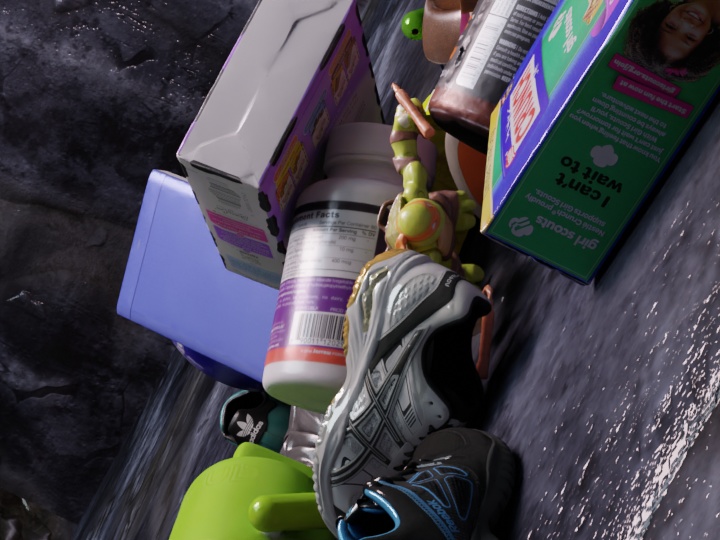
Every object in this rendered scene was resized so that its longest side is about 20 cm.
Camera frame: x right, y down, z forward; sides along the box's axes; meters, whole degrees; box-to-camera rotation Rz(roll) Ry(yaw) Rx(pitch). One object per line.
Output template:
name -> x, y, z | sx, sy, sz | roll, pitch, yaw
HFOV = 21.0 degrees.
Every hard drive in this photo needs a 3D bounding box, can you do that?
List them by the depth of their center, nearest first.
hard drive -> -0.119, 0.004, 1.627 | 0.200, 0.025, 0.132 | 22, 100, 40

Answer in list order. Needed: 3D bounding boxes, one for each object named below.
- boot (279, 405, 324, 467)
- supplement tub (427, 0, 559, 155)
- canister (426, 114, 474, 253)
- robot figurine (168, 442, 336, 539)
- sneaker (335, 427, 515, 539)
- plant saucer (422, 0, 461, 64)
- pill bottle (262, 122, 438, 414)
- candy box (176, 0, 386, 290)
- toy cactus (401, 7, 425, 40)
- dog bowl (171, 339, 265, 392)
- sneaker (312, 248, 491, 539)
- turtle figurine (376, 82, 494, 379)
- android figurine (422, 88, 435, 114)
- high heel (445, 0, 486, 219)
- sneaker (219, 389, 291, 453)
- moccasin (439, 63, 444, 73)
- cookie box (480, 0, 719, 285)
boot -> -0.046, 0.135, 1.593 | 0.200, 0.070, 0.132 | 133, 158, -78
supplement tub -> 0.131, -0.168, 1.273 | 0.200, 0.107, 0.107 | -63, 8, -3
canister -> 0.022, -0.023, 1.586 | 0.200, 0.086, 0.149 | 131, 162, -66
robot figurine -> -0.081, 0.211, 1.365 | 0.176, 0.116, 0.200 | -60, 9, 32
sneaker -> 0.033, 0.126, 1.024 | 0.073, 0.082, 0.200 | -63, 6, 16
plant saucer -> 0.123, -0.232, 1.470 | 0.200, 0.035, 0.200 | -33, 22, 15
pill bottle -> 0.000, 0.000, 1.405 | 0.111, 0.111, 0.200 | 139, 143, -70
candy box -> -0.054, -0.098, 1.469 | 0.200, 0.071, 0.168 | 74, -141, -64
toy cactus -> 0.126, -0.278, 1.763 | 0.200, 0.102, 0.165 | -56, -16, 9
dog bowl -> -0.083, 0.006, 1.750 | 0.200, 0.200, 0.079 | -66, 6, -23
sneaker -> 0.029, 0.091, 1.200 | 0.076, 0.088, 0.200 | -18, -58, -51
turtle figurine -> 0.048, -0.015, 1.285 | 0.064, 0.200, 0.161 | -20, -10, 7
android figurine -> 0.075, -0.123, 1.726 | 0.200, 0.041, 0.182 | -52, 14, 53
high heel -> 0.101, -0.138, 1.381 | 0.096, 0.067, 0.200 | -49, -38, -65
sneaker -> -0.089, 0.132, 1.805 | 0.071, 0.080, 0.200 | -63, 7, 2
moccasin -> 0.114, -0.160, 1.527 | 0.200, 0.080, 0.068 | -50, -10, -51
cookie box -> 0.148, -0.118, 1.102 | 0.200, 0.075, 0.171 | -60, 9, 27
